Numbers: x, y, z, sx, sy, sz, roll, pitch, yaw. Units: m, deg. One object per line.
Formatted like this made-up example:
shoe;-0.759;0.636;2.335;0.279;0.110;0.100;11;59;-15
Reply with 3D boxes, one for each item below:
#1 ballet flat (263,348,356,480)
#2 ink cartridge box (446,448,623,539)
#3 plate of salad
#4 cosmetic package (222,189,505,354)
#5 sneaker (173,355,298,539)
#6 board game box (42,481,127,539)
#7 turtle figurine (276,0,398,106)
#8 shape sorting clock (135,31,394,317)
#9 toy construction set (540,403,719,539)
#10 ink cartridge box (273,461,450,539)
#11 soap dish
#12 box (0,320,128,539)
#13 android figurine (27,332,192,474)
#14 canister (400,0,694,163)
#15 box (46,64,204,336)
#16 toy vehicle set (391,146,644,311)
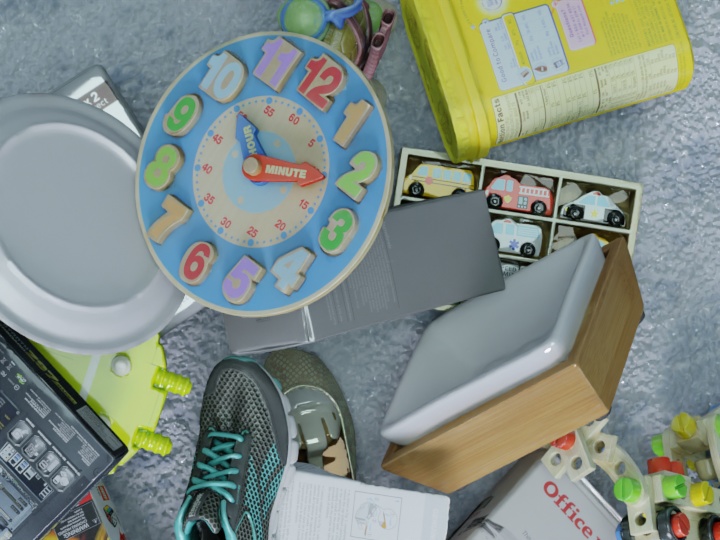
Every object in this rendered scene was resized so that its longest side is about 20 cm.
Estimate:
ballet flat;-0.028;0.153;1.605;0.067;0.062;0.202;-15;85;-8
ink cartridge box;0.121;0.258;1.580;0.146;0.085;0.200;47;67;-2
plate of salad;-0.210;-0.031;1.448;0.199;0.048;0.202;17;58;-30
cosmetic package;0.000;0.000;1.525;0.199;0.106;0.091;-10;89;-38
sneaker;-0.095;0.162;1.482;0.077;0.091;0.202;-1;86;20
board game box;-0.251;0.252;1.480;0.199;0.035;0.127;-27;80;12
turtle figurine;-0.058;-0.178;1.561;0.199;0.194;0.145;-28;76;18
shape sorting clock;-0.070;-0.068;1.421;0.198;0.039;0.202;-5;76;20
toy construction set;0.232;0.153;1.571;0.199;0.092;0.132;9;68;-35
ink cartridge box;-0.030;0.229;1.529;0.198;0.050;0.164;7;90;17
soap dish;0.117;0.073;1.539;0.199;0.158;0.081;-32;110;37
box;-0.286;0.111;1.438;0.158;0.051;0.200;-45;88;7
android figurine;-0.223;0.075;1.486;0.198;0.041;0.184;21;89;-2
canister;0.147;-0.183;1.611;0.198;0.087;0.150;-17;78;-5
box;-0.226;-0.019;1.570;0.198;0.131;0.201;-33;91;-3
toy vehicle set;0.120;-0.022;1.643;0.198;0.027;0.126;8;89;-3
